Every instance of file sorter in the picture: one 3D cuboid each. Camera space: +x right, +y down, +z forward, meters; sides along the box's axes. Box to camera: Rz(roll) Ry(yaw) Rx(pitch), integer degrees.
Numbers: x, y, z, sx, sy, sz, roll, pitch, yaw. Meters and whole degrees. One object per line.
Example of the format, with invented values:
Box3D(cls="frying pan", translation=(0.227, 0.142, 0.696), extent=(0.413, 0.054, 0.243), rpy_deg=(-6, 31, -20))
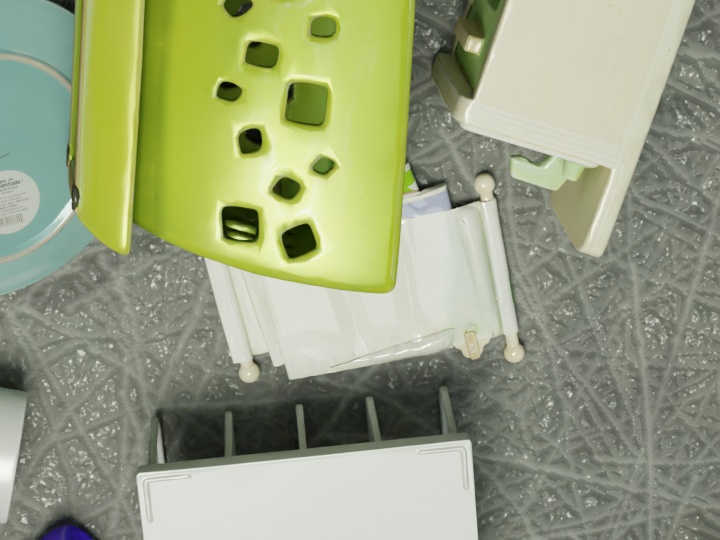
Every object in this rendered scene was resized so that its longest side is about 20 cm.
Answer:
Box3D(cls="file sorter", translation=(-0.032, 0.157, 1.536), extent=(0.199, 0.125, 0.139), rpy_deg=(-6, 108, -2))

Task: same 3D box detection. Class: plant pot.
Box3D(cls="plant pot", translation=(-0.074, -0.101, 1.404), extent=(0.181, 0.200, 0.200), rpy_deg=(3, 100, -9))

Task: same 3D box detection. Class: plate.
Box3D(cls="plate", translation=(-0.225, -0.068, 1.469), extent=(0.199, 0.026, 0.201), rpy_deg=(-11, 118, -22))

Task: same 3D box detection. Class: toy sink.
Box3D(cls="toy sink", translation=(0.113, -0.129, 1.460), extent=(0.112, 0.130, 0.201), rpy_deg=(16, 106, -9))

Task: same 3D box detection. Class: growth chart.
Box3D(cls="growth chart", translation=(0.000, 0.000, 1.547), extent=(0.199, 0.018, 0.145), rpy_deg=(-6, 107, -3))

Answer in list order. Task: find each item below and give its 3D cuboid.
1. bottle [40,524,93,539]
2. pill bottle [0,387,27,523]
Box3D(cls="bottle", translation=(-0.239, 0.249, 1.568), extent=(0.200, 0.084, 0.065), rpy_deg=(-42, 106, 7))
Box3D(cls="pill bottle", translation=(-0.307, 0.097, 1.503), extent=(0.199, 0.112, 0.113), rpy_deg=(9, 106, -7))
